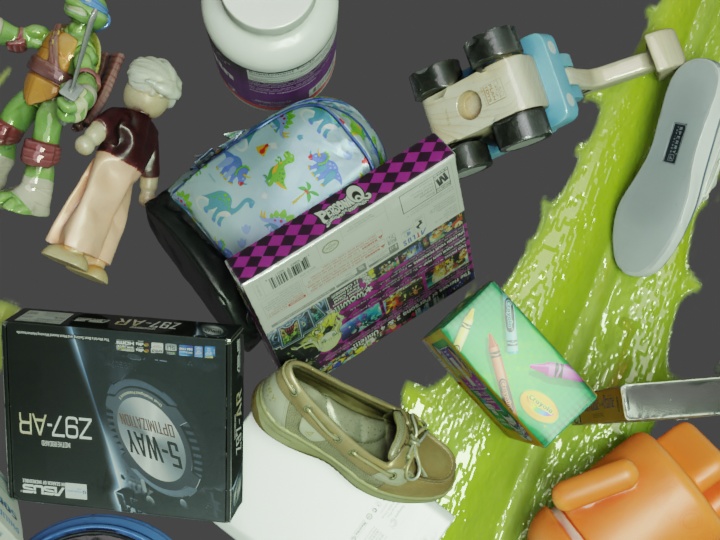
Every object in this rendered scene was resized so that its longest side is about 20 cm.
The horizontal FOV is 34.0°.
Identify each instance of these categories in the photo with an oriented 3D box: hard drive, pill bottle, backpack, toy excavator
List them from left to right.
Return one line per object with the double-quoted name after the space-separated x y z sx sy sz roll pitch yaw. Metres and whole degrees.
-0.074 -0.209 0.993 0.111 0.200 0.114 0 83 -2 "pill bottle"
-0.066 -0.058 1.018 0.199 0.154 0.164 -34 80 -17 "backpack"
-0.035 0.209 1.036 0.199 0.027 0.132 37 84 2 "hard drive"
0.171 -0.164 1.054 0.194 0.199 0.101 -23 85 37 "toy excavator"

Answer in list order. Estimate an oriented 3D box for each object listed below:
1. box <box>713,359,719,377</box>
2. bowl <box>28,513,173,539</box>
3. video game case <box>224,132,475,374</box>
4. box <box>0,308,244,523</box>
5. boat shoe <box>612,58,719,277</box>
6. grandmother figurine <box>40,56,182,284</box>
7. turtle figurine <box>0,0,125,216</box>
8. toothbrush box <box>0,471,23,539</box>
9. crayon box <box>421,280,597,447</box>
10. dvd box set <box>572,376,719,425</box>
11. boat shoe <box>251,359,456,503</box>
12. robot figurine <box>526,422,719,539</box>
0.436 0.081 0.978 0.199 0.199 0.131 33 83 2 "box"
-0.227 0.312 1.012 0.198 0.039 0.203 0 83 -2 "bowl"
0.000 0.000 0.980 0.199 0.182 0.036 -32 56 -9 "video game case"
-0.198 0.120 0.990 0.198 0.044 0.162 5 104 8 "box"
0.292 -0.085 1.056 0.065 0.073 0.202 11 105 -41 "boat shoe"
-0.211 -0.095 1.021 0.060 0.121 0.202 19 79 14 "grandmother figurine"
-0.292 -0.155 0.992 0.143 0.200 0.195 22 99 -3 "turtle figurine"
-0.399 0.209 0.958 0.199 0.085 0.147 -29 129 -3 "toothbrush box"
0.115 0.079 0.967 0.058 0.200 0.119 -42 87 -5 "crayon box"
0.261 0.107 0.969 0.145 0.200 0.030 -4 82 -3 "dvd box set"
0.006 0.135 0.996 0.200 0.063 0.074 30 45 -18 "boat shoe"
0.223 0.216 0.994 0.200 0.144 0.117 -39 72 1 "robot figurine"
